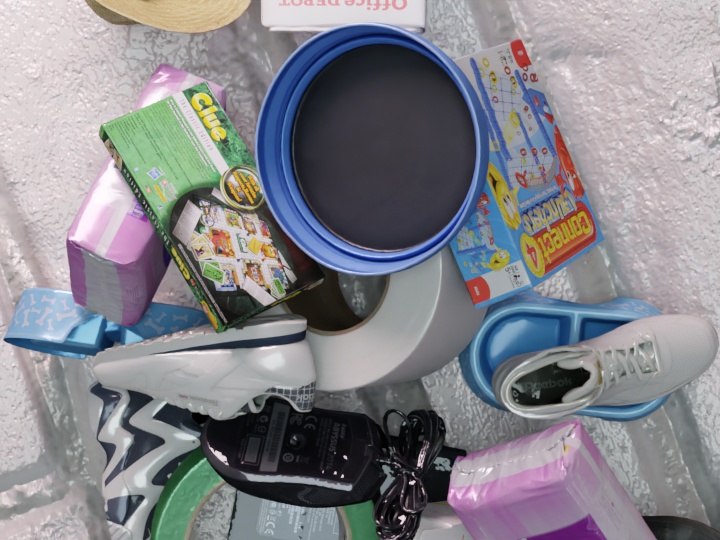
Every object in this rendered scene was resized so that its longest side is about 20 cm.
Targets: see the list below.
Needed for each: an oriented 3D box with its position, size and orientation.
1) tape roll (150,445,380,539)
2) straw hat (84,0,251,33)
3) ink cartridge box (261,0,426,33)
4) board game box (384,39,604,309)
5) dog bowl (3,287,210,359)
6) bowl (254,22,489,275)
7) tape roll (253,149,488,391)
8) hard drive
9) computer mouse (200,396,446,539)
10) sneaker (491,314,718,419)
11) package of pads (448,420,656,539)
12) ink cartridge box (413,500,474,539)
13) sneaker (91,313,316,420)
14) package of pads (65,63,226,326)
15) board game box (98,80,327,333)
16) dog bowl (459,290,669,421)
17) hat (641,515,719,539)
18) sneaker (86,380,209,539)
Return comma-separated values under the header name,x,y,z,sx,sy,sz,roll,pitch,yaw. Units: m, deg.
name,x,y,z,sx,sy,sz,roll,pitch,yaw
tape roll,-0.083,0.238,1.685,0.200,0.048,0.201,-1,98,-9
straw hat,-0.200,-0.261,1.692,0.201,0.201,0.085,39,136,0
ink cartridge box,-0.013,-0.307,1.683,0.145,0.083,0.201,1,94,3
board game box,0.118,-0.087,1.630,0.056,0.200,0.196,-22,93,28
dog bowl,-0.215,0.054,1.708,0.199,0.111,0.050,8,80,3
bowl,0.011,-0.097,1.537,0.200,0.039,0.201,3,96,26
tape roll,0.000,0.000,1.647,0.202,0.139,0.203,0,90,23
hard drive,-0.013,0.213,1.741,0.199,0.033,0.140,11,94,2
computer mouse,-0.037,0.165,1.607,0.199,0.053,0.139,12,52,7
sneaker,0.211,0.087,1.617,0.199,0.116,0.074,-15,91,3
package of pads,0.173,0.224,1.601,0.120,0.076,0.200,-19,119,30
ink cartridge box,0.072,0.262,1.655,0.067,0.200,0.118,12,94,34
sneaker,-0.132,0.087,1.592,0.199,0.076,0.081,-7,98,24
package of pads,-0.183,-0.064,1.647,0.075,0.121,0.200,22,62,4
board game box,-0.122,-0.054,1.577,0.105,0.023,0.200,-26,76,-23
dog bowl,0.187,0.078,1.706,0.199,0.050,0.112,5,94,3
hat,0.271,0.307,1.709,0.200,0.081,0.201,-2,86,20
sneaker,-0.161,0.183,1.723,0.129,0.079,0.200,-13,83,12
